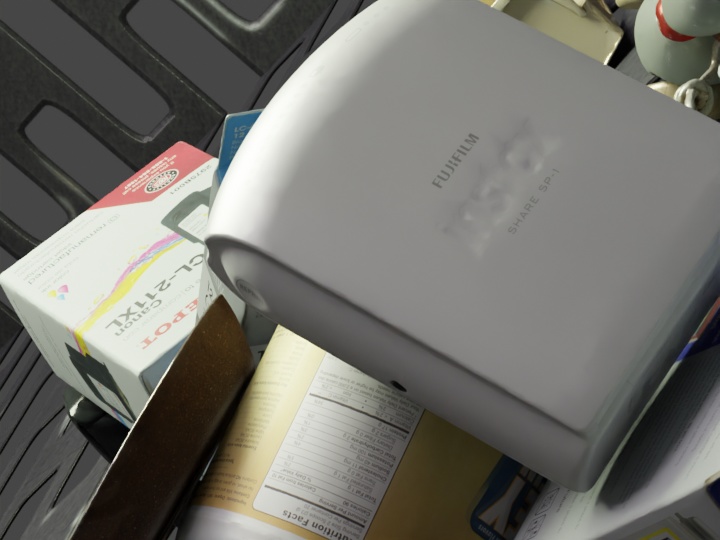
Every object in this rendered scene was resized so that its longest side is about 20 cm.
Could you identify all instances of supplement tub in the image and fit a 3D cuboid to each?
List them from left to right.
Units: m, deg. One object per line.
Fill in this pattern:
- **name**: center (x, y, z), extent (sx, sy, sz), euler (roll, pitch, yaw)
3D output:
- **supplement tub**: center (0.007, 0.098, 1.105), extent (0.200, 0.144, 0.145), euler (-64, 14, -15)

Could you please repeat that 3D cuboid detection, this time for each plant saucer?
- **plant saucer**: center (-0.099, 0.105, 1.145), extent (0.201, 0.034, 0.200), euler (-61, 1, 1)

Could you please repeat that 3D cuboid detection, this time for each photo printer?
- **photo printer**: center (0.048, -0.023, 1.033), extent (0.166, 0.200, 0.069), euler (-52, -20, -23)

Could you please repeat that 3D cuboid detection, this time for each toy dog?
- **toy dog**: center (0.196, -0.130, 1.327), extent (0.096, 0.132, 0.200), euler (-11, 17, -3)

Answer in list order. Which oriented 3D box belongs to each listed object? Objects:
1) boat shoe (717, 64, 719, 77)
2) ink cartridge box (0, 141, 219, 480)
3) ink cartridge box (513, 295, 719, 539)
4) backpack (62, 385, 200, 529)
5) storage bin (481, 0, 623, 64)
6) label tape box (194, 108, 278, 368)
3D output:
- **boat shoe**: center (0.252, -0.138, 1.179), extent (0.200, 0.067, 0.074), euler (-47, 11, 15)
- **ink cartridge box**: center (-0.094, 0.017, 1.436), extent (0.146, 0.083, 0.200), euler (-38, 30, -16)
- **ink cartridge box**: center (0.157, 0.041, 1.015), extent (0.200, 0.047, 0.198), euler (-32, 19, 55)
- **backpack**: center (-0.066, 0.055, 1.582), extent (0.200, 0.163, 0.154), euler (-42, 26, 9)
- **storage bin**: center (0.084, -0.135, 1.794), extent (0.199, 0.094, 0.200), euler (-48, 10, 11)
- **label tape box**: center (0.000, 0.000, 1.222), extent (0.200, 0.143, 0.066), euler (103, 151, -52)
